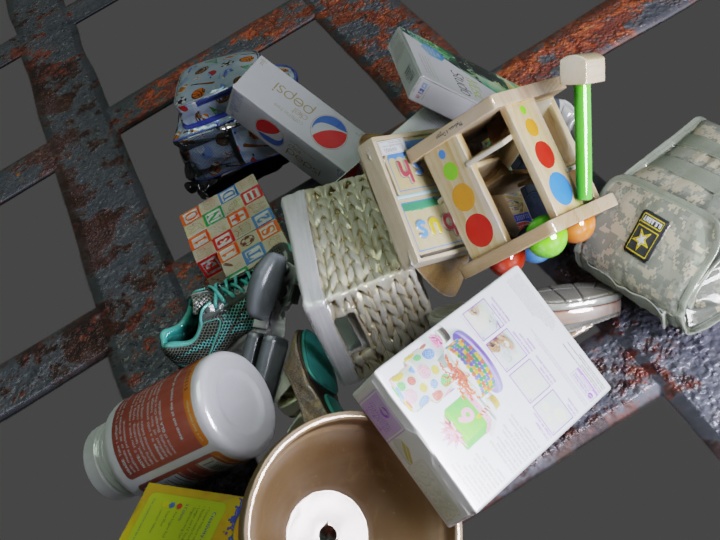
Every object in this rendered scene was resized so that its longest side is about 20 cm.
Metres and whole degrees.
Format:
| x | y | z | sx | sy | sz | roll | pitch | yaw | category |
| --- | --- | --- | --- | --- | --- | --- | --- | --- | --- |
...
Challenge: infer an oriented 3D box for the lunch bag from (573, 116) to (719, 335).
| x | y | z | sx | sy | sz | roll | pitch | yaw | category |
| --- | --- | --- | --- | --- | --- | --- | --- | --- | --- |
| 0.325 | -0.039 | 1.041 | 0.199 | 0.118 | 0.164 | -36 | 37 | -11 | lunch bag |

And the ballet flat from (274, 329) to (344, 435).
| x | y | z | sx | sy | sz | roll | pitch | yaw | category |
| --- | --- | --- | --- | --- | --- | --- | --- | --- | --- |
| -0.054 | 0.141 | 1.115 | 0.067 | 0.068 | 0.201 | -38 | 38 | 11 | ballet flat |

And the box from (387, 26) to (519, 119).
| x | y | z | sx | sy | sz | roll | pitch | yaw | category |
| --- | --- | --- | --- | --- | --- | --- | --- | --- | --- |
| 0.134 | -0.213 | 1.286 | 0.037 | 0.198 | 0.145 | -55 | 27 | 26 | box |

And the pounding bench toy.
| x | y | z | sx | sy | sz | roll | pitch | yaw | category |
| --- | --- | --- | --- | --- | --- | --- | --- | --- | --- |
| 0.175 | -0.096 | 1.020 | 0.123 | 0.158 | 0.199 | -21 | -6 | -44 | pounding bench toy |

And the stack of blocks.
| x | y | z | sx | sy | sz | roll | pitch | yaw | category |
| --- | --- | --- | --- | --- | --- | --- | --- | --- | --- |
| -0.148 | -0.025 | 1.346 | 0.114 | 0.059 | 0.201 | -30 | 40 | -1 | stack of blocks |

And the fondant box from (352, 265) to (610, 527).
| x | y | z | sx | sy | sz | roll | pitch | yaw | category |
| --- | --- | --- | --- | --- | --- | --- | --- | --- | --- |
| 0.111 | 0.108 | 0.954 | 0.199 | 0.145 | 0.058 | -33 | -8 | -34 | fondant box |

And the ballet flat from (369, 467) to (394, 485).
| x | y | z | sx | sy | sz | roll | pitch | yaw | category |
| --- | --- | --- | --- | --- | --- | --- | --- | --- | --- |
| 0.094 | 0.158 | 1.010 | 0.198 | 0.063 | 0.069 | -29 | 39 | -2 | ballet flat |

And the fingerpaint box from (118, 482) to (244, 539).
| x | y | z | sx | sy | sz | roll | pitch | yaw | category |
| --- | --- | --- | --- | --- | --- | --- | --- | --- | --- |
| -0.165 | 0.310 | 0.990 | 0.165 | 0.074 | 0.201 | 0 | 48 | 31 | fingerpaint box |

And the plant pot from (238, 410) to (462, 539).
| x | y | z | sx | sy | sz | roll | pitch | yaw | category |
| --- | --- | --- | --- | --- | --- | --- | --- | --- | --- |
| -0.016 | 0.232 | 0.942 | 0.201 | 0.201 | 0.093 | -49 | 3 | -24 | plant pot |

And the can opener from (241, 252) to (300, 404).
| x | y | z | sx | sy | sz | roll | pitch | yaw | category |
| --- | --- | --- | --- | --- | --- | --- | --- | --- | --- |
| -0.112 | 0.082 | 1.150 | 0.052 | 0.066 | 0.203 | 6 | 83 | 46 | can opener |

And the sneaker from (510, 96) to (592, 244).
| x | y | z | sx | sy | sz | roll | pitch | yaw | category |
| --- | --- | --- | --- | --- | --- | --- | --- | --- | --- |
| 0.175 | -0.134 | 1.202 | 0.076 | 0.148 | 0.201 | -10 | 30 | -41 | sneaker |

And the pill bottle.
| x | y | z | sx | sy | sz | roll | pitch | yaw | category |
| --- | --- | --- | --- | --- | --- | --- | --- | --- | --- |
| -0.192 | 0.168 | 1.101 | 0.199 | 0.112 | 0.113 | -27 | 35 | 31 | pill bottle |

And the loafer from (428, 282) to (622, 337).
| x | y | z | sx | sy | sz | roll | pitch | yaw | category |
| --- | --- | --- | --- | --- | --- | --- | --- | --- | --- |
| 0.169 | 0.057 | 1.084 | 0.197 | 0.064 | 0.072 | -8 | 14 | 0 | loafer |

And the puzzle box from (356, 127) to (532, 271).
| x | y | z | sx | sy | sz | roll | pitch | yaw | category |
| --- | --- | --- | --- | --- | --- | --- | --- | --- | --- |
| 0.093 | -0.081 | 1.099 | 0.198 | 0.135 | 0.025 | -15 | -9 | -44 | puzzle box |

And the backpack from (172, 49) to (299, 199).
| x | y | z | sx | sy | sz | roll | pitch | yaw | category |
| --- | --- | --- | --- | --- | --- | --- | --- | --- | --- |
| -0.168 | -0.223 | 1.505 | 0.188 | 0.156 | 0.201 | -11 | 38 | 4 | backpack |

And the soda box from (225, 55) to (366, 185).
| x | y | z | sx | sy | sz | roll | pitch | yaw | category |
| --- | --- | --- | --- | --- | --- | --- | --- | --- | --- |
| -0.074 | -0.183 | 1.376 | 0.199 | 0.064 | 0.068 | 37 | 62 | 1 | soda box |

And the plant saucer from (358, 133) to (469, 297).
| x | y | z | sx | sy | sz | roll | pitch | yaw | category |
| --- | --- | --- | --- | --- | --- | --- | --- | --- | --- |
| 0.067 | -0.069 | 1.155 | 0.035 | 0.200 | 0.202 | -30 | 38 | 18 | plant saucer |

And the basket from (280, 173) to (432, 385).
| x | y | z | sx | sy | sz | roll | pitch | yaw | category |
| --- | --- | --- | --- | --- | --- | --- | --- | --- | --- |
| 0.000 | 0.000 | 1.176 | 0.122 | 0.136 | 0.201 | -21 | 41 | 4 | basket |

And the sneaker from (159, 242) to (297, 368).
| x | y | z | sx | sy | sz | roll | pitch | yaw | category |
| --- | --- | --- | --- | --- | --- | --- | --- | --- | --- |
| -0.150 | 0.042 | 1.209 | 0.201 | 0.091 | 0.078 | -50 | 39 | 7 | sneaker |

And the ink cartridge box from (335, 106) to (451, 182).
| x | y | z | sx | sy | sz | roll | pitch | yaw | category |
| --- | --- | --- | --- | --- | --- | --- | --- | --- | --- |
| 0.033 | -0.115 | 1.297 | 0.200 | 0.109 | 0.050 | -42 | 81 | -15 | ink cartridge box |
